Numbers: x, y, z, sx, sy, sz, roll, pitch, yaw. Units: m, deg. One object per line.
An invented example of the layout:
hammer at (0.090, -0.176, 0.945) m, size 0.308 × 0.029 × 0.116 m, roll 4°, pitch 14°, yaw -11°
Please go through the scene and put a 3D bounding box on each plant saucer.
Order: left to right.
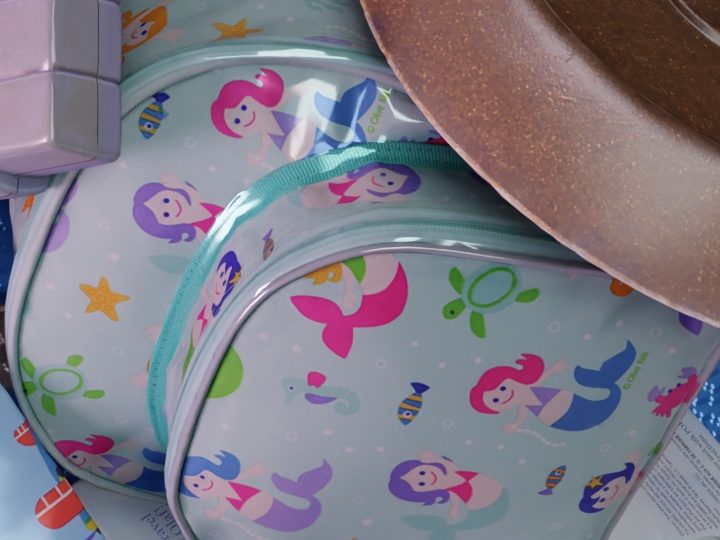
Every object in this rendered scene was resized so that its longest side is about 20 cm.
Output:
plant saucer at (0.094, -0.062, 0.735) m, size 0.200 × 0.035 × 0.200 m, roll 19°, pitch 39°, yaw -17°

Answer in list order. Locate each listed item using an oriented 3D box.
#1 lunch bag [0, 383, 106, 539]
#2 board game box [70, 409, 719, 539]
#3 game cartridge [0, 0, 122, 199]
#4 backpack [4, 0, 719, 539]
lunch bag at (-0.170, 0.114, 0.763) m, size 0.200 × 0.094 × 0.151 m, roll -35°, pitch 97°, yaw -18°
board game box at (0.037, 0.104, 0.868) m, size 0.199 × 0.043 × 0.200 m, roll -31°, pitch 75°, yaw -34°
game cartridge at (-0.141, -0.076, 0.758) m, size 0.038 × 0.200 × 0.130 m, roll 3°, pitch 82°, yaw -49°
backpack at (0.000, 0.000, 0.773) m, size 0.200 × 0.178 × 0.151 m, roll 18°, pitch 36°, yaw -13°
